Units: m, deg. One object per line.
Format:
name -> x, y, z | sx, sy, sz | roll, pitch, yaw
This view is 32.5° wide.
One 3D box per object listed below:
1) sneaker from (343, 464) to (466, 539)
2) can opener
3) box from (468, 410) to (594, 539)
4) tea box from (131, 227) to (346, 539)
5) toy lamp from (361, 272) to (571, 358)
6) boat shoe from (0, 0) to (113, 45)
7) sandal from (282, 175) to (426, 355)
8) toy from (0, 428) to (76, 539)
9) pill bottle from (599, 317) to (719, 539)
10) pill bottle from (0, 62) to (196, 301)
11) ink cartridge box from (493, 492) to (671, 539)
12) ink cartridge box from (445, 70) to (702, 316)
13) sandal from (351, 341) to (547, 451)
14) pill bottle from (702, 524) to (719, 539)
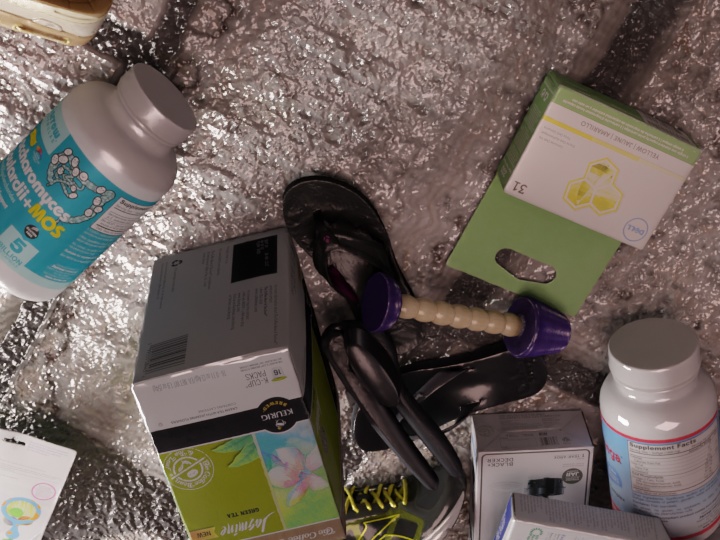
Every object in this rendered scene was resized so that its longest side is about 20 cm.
sneaker -> 0.014, 0.244, 1.208 | 0.199, 0.075, 0.085 | -36, 115, 16
can opener -> 0.027, 0.124, 1.114 | 0.063, 0.079, 0.201 | -20, 120, 20
box -> 0.164, 0.240, 1.222 | 0.115, 0.060, 0.203 | -3, 119, -1
tea box -> -0.097, 0.106, 1.054 | 0.132, 0.201, 0.199 | -14, 118, 4
toy lamp -> 0.099, 0.043, 1.094 | 0.197, 0.058, 0.059 | 8, 120, -27
boat shoe -> -0.289, -0.221, 0.937 | 0.197, 0.075, 0.069 | 20, 146, -12
sandal -> 0.001, 0.000, 1.087 | 0.075, 0.048, 0.201 | -29, 118, 13
toy -> -0.353, 0.215, 1.188 | 0.114, 0.047, 0.202 | 18, 120, -16
pill bottle -> 0.280, 0.151, 1.153 | 0.107, 0.109, 0.203 | -11, 119, 3
pill bottle -> -0.224, -0.075, 0.999 | 0.199, 0.111, 0.111 | -41, 114, 17
ink cartridge box -> 0.214, 0.305, 1.180 | 0.197, 0.044, 0.198 | 11, 128, -4
ink cartridge box -> 0.181, -0.053, 1.071 | 0.144, 0.048, 0.202 | 21, 113, -15
sandal -> 0.080, 0.119, 1.160 | 0.198, 0.043, 0.077 | -23, 118, 9
pill bottle -> 0.338, 0.323, 1.248 | 0.111, 0.114, 0.203 | -10, 119, 3
